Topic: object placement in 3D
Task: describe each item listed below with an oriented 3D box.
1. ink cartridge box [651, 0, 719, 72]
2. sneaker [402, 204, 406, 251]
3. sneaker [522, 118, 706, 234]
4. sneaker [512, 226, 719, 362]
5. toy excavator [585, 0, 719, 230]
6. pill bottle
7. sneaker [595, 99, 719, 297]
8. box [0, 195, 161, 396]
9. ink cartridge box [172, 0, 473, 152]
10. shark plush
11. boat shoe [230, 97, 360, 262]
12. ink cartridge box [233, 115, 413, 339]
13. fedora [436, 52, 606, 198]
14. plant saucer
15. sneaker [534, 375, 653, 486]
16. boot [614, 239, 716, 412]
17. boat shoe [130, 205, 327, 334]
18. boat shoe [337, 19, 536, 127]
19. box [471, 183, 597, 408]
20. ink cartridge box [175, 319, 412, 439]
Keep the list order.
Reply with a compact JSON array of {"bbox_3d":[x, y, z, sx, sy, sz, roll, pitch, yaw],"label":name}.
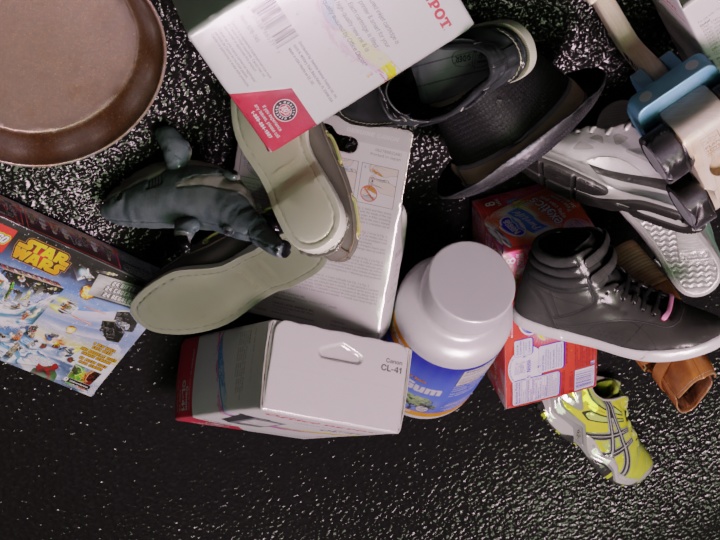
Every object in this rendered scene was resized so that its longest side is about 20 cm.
[{"bbox_3d":[0.304,-0.236,1.676,0.068,0.116,0.200,-35,131,4],"label":"ink cartridge box"},{"bbox_3d":[0.000,0.000,1.778,0.073,0.071,0.201,-7,129,-16],"label":"sneaker"},{"bbox_3d":[0.238,-0.118,1.749,0.076,0.200,0.116,67,44,-74],"label":"sneaker"},{"bbox_3d":[0.235,0.018,1.713,0.199,0.071,0.100,10,126,14],"label":"sneaker"},{"bbox_3d":[0.260,-0.162,1.661,0.100,0.200,0.195,-35,131,1],"label":"toy excavator"},{"bbox_3d":[0.078,0.053,1.774,0.112,0.113,0.200,-7,156,-16],"label":"pill bottle"},{"bbox_3d":[0.281,-0.074,1.831,0.074,0.118,0.201,-26,97,10],"label":"sneaker"},{"bbox_3d":[-0.287,0.023,1.708,0.200,0.040,0.137,27,115,-35],"label":"box"},{"bbox_3d":[-0.039,-0.229,1.533,0.199,0.145,0.145,-31,131,4],"label":"ink cartridge box"},{"bbox_3d":[-0.132,-0.040,1.632,0.083,0.200,0.091,-44,149,-26],"label":"shark plush"},{"bbox_3d":[-0.054,-0.096,1.612,0.072,0.202,0.060,-28,153,15],"label":"boat shoe"},{"bbox_3d":[-0.040,-0.049,1.704,0.160,0.050,0.201,12,108,9],"label":"ink cartridge box"},{"bbox_3d":[0.119,-0.148,1.654,0.200,0.201,0.092,-35,103,8],"label":"fedora"},{"bbox_3d":[-0.260,-0.177,1.565,0.199,0.035,0.201,-10,129,-13],"label":"plant saucer"},{"bbox_3d":[0.259,0.160,2.001,0.076,0.076,0.200,-40,131,13],"label":"sneaker"},{"bbox_3d":[0.283,0.070,1.852,0.074,0.155,0.200,-30,162,-2],"label":"boot"},{"bbox_3d":[-0.113,-0.004,1.682,0.201,0.061,0.072,-22,126,22],"label":"boat shoe"},{"bbox_3d":[0.047,-0.154,1.568,0.199,0.066,0.075,-7,108,35],"label":"boat shoe"},{"bbox_3d":[0.169,0.023,1.843,0.099,0.096,0.201,-14,130,-11],"label":"box"},{"bbox_3d":[-0.066,0.104,1.752,0.147,0.200,0.086,12,80,-26],"label":"ink cartridge box"}]
